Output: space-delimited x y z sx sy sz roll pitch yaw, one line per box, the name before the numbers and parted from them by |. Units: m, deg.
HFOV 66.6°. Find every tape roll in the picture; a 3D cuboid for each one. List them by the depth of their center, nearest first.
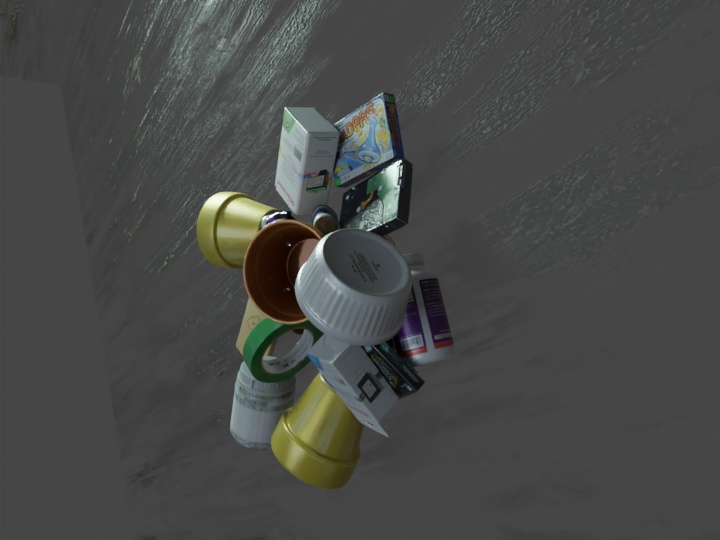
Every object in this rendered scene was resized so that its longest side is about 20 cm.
tape roll | -0.183 0.178 1.310 0.048 0.197 0.203 45 124 35

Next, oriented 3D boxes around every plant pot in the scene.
plant pot | -0.122 -0.002 1.128 0.195 0.140 0.206 2 95 18
plant pot | -0.070 0.332 1.202 0.200 0.199 0.192 36 103 41
plant pot | -0.294 -0.102 1.438 0.185 0.199 0.206 6 98 32

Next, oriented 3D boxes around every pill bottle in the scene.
pill bottle | 0.105 0.075 1.036 0.111 0.111 0.205 -24 75 47

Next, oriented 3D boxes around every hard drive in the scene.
hard drive | 0.027 -0.130 1.133 0.198 0.037 0.143 -25 52 48

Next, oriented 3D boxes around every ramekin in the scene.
ramekin | -0.003 0.018 0.915 0.204 0.199 0.095 55 137 30

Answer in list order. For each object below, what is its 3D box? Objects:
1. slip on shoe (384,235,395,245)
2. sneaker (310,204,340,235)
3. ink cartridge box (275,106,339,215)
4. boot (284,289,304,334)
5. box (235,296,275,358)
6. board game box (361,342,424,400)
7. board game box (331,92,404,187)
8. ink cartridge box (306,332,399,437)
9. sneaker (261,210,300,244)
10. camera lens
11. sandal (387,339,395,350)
slip on shoe | 0.000 0.000 1.178 0.074 0.061 0.200 46 130 1
sneaker | -0.069 -0.052 1.264 0.109 0.068 0.204 -109 8 -61
ink cartridge box | -0.127 -0.253 1.269 0.145 0.082 0.204 52 139 43
boot | -0.212 0.075 1.432 0.202 0.076 0.155 58 154 -7
box | -0.297 0.186 1.576 0.163 0.021 0.203 43 124 38
board game box | 0.042 0.187 1.048 0.135 0.028 0.200 45 159 6
board game box | 0.007 -0.275 1.182 0.198 0.034 0.139 -17 80 49
ink cartridge box | -0.005 0.217 1.058 0.202 0.067 0.115 55 156 -21
sneaker | -0.142 -0.056 1.287 0.098 0.070 0.201 -19 119 34
camera lens | -0.254 0.349 1.436 0.159 0.158 0.205 26 112 44
sandal | 0.031 0.142 1.105 0.202 0.056 0.081 101 157 -64
